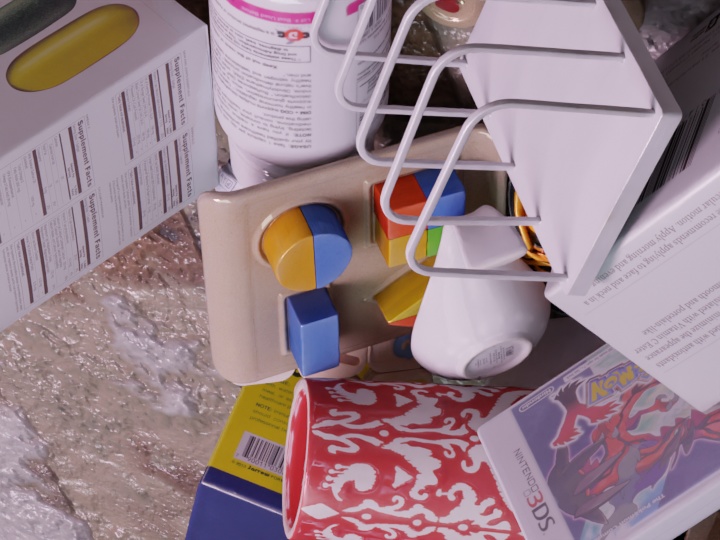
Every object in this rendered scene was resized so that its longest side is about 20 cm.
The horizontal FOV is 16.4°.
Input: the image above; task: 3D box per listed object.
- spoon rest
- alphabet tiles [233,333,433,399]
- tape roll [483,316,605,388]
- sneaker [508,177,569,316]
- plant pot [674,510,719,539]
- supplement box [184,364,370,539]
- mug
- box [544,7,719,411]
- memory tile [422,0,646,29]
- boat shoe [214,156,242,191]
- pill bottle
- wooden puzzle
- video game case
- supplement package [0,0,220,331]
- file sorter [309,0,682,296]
[{"bbox_3d":[0.079,0.014,1.615,0.099,0.061,0.200,-19,155,-8],"label":"spoon rest"},{"bbox_3d":[0.005,0.017,1.699,0.195,0.015,0.201,-6,119,-16],"label":"alphabet tiles"},{"bbox_3d":[0.179,0.124,1.801,0.202,0.071,0.203,15,141,12],"label":"tape roll"},{"bbox_3d":[0.127,-0.032,1.638,0.078,0.077,0.200,8,141,15],"label":"sneaker"},{"bbox_3d":[0.257,0.120,1.600,0.199,0.198,0.201,1,118,2],"label":"plant pot"},{"bbox_3d":[-0.038,0.119,1.799,0.109,0.200,0.109,21,144,3],"label":"supplement box"},{"bbox_3d":[0.053,0.154,1.655,0.199,0.178,0.133,7,158,-10],"label":"mug"},{"bbox_3d":[0.235,-0.059,1.452,0.131,0.200,0.199,36,140,-13],"label":"box"},{"bbox_3d":[0.092,-0.217,1.488,0.153,0.017,0.200,7,139,19],"label":"memory tile"},{"bbox_3d":[-0.009,-0.028,1.722,0.200,0.072,0.062,34,100,-31],"label":"boat shoe"},{"bbox_3d":[-0.038,-0.138,1.568,0.113,0.114,0.200,15,141,11],"label":"pill bottle"},{"bbox_3d":[0.000,0.000,1.620,0.199,0.046,0.186,-13,141,-10],"label":"wooden puzzle"},{"bbox_3d":[0.177,0.095,1.518,0.200,0.182,0.023,-34,120,6],"label":"video game case"},{"bbox_3d":[-0.216,-0.094,1.604,0.152,0.200,0.151,39,150,29],"label":"supplement package"},{"bbox_3d":[0.067,-0.105,1.408,0.124,0.200,0.139,1,135,-25],"label":"file sorter"}]
